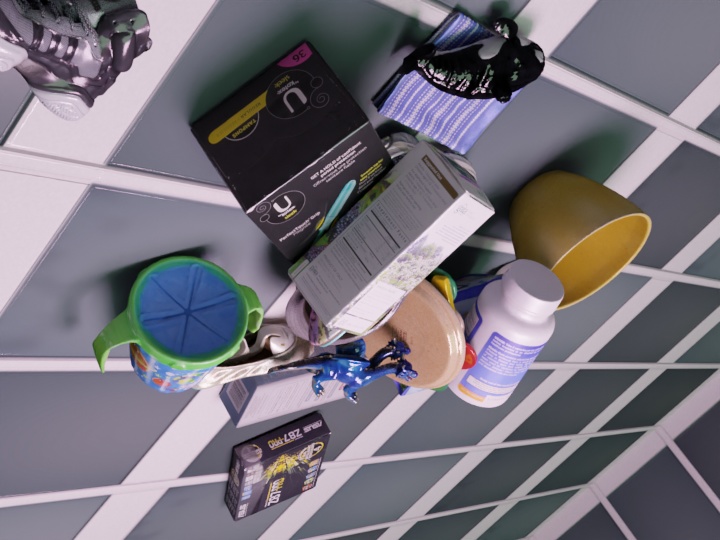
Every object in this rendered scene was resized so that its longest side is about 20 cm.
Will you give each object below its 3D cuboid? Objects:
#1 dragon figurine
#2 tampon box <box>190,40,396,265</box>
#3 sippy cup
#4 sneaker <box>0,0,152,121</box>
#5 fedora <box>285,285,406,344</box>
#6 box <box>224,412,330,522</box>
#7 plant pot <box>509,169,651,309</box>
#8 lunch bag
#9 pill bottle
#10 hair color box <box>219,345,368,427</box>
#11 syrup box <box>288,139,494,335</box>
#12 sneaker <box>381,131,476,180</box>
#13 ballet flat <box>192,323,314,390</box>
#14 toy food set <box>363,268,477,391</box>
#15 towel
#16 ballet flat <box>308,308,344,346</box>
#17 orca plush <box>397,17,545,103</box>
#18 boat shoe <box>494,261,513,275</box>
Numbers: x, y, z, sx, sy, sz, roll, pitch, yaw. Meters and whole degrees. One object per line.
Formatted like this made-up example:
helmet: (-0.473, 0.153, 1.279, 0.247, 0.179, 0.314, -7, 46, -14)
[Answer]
dragon figurine: (-0.023, 0.119, 1.402, 0.199, 0.059, 0.100, 18, 125, -25)
tampon box: (-0.051, -0.104, 1.098, 0.150, 0.126, 0.200, -36, 152, 1)
sippy cup: (-0.208, 0.073, 1.216, 0.177, 0.140, 0.130, 19, 146, -10)
sneaker: (-0.234, -0.198, 0.812, 0.114, 0.076, 0.200, -36, 158, 1)
fedora: (-0.026, 0.005, 1.334, 0.177, 0.090, 0.200, -40, 145, 7)
box: (-0.140, 0.330, 1.768, 0.160, 0.049, 0.200, -17, 148, -25)
plant pot: (0.297, -0.061, 1.533, 0.199, 0.142, 0.200, -26, 151, -15)
lunch bag: (0.134, 0.081, 1.596, 0.169, 0.128, 0.200, -18, 158, -28)
pill bottle: (0.198, 0.084, 1.454, 0.112, 0.112, 0.201, -9, 140, -40)
hair color box: (-0.094, 0.154, 1.529, 0.199, 0.061, 0.099, -10, 144, -37)
syrup box: (0.031, -0.030, 1.079, 0.200, 0.082, 0.079, -44, 153, 14)
sneaker: (0.080, -0.097, 1.285, 0.077, 0.087, 0.199, -30, 155, 32)
ballet flat: (-0.142, 0.106, 1.399, 0.199, 0.067, 0.063, -19, 139, -29)
toy food set: (0.067, 0.079, 1.453, 0.049, 0.197, 0.201, -37, 125, -42)
towel: (0.115, -0.210, 1.227, 0.145, 0.024, 0.200, -46, 150, 19)
ballet flat: (0.000, 0.000, 1.223, 0.200, 0.069, 0.071, -42, 127, 3)
orca plush: (0.142, -0.218, 1.157, 0.199, 0.071, 0.105, 4, 131, -48)
boat shoe: (0.284, 0.018, 1.734, 0.199, 0.072, 0.069, -24, 152, -38)
